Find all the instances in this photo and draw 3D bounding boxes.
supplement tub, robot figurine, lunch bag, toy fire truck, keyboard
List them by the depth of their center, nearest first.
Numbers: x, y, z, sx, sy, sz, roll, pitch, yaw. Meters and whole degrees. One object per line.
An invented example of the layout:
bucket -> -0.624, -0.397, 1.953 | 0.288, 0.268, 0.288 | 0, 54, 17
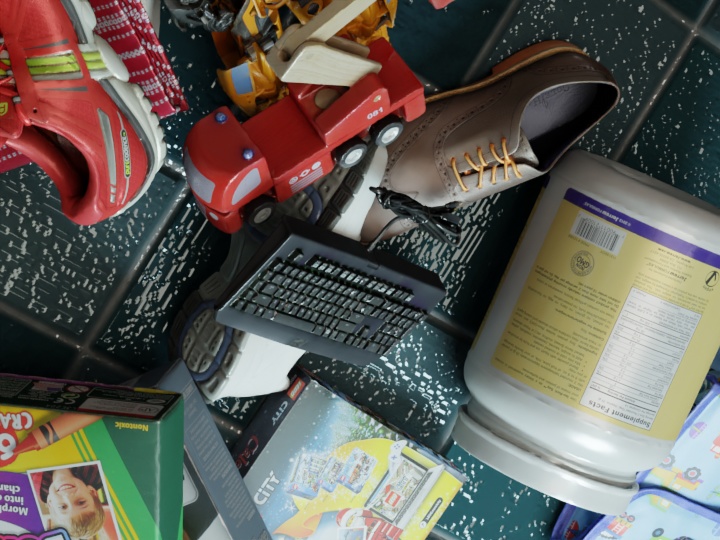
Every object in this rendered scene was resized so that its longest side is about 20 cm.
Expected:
toy fire truck -> -0.016, -0.114, 1.462 | 0.200, 0.049, 0.141 | -32, 154, -10
robot figurine -> -0.037, -0.158, 1.486 | 0.145, 0.058, 0.200 | -34, 154, -9
keyboard -> 0.000, 0.000, 1.545 | 0.127, 0.021, 0.200 | -51, 152, 11
supplement tub -> 0.153, 0.039, 1.629 | 0.145, 0.145, 0.200 | 20, 98, -26
lunch bag -> 0.225, 0.156, 1.742 | 0.150, 0.094, 0.200 | 22, 109, -28

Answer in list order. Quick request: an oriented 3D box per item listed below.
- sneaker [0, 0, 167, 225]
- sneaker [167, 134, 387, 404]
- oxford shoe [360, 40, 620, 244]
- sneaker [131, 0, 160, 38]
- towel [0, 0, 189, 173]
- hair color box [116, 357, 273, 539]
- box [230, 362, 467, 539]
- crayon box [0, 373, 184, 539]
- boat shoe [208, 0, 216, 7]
sneaker -> -0.183, -0.110, 1.401 | 0.200, 0.077, 0.085 | 53, 54, -20
sneaker -> -0.041, -0.005, 1.576 | 0.087, 0.075, 0.200 | 8, 123, -49
oxford shoe -> 0.070, -0.077, 1.599 | 0.200, 0.073, 0.071 | -35, 117, -9
sneaker -> -0.164, -0.191, 1.479 | 0.088, 0.075, 0.200 | -6, 113, 1
towel -> -0.200, -0.153, 1.453 | 0.145, 0.022, 0.200 | -16, 116, 21
hair color box -> -0.114, 0.166, 1.560 | 0.099, 0.061, 0.200 | -23, 100, 16
box -> -0.043, 0.177, 1.653 | 0.137, 0.038, 0.200 | 34, 92, -27
crayon box -> -0.207, 0.151, 1.513 | 0.200, 0.058, 0.173 | 5, 106, 11
boat shoe -> -0.071, -0.239, 1.487 | 0.074, 0.060, 0.200 | -12, 113, -48
